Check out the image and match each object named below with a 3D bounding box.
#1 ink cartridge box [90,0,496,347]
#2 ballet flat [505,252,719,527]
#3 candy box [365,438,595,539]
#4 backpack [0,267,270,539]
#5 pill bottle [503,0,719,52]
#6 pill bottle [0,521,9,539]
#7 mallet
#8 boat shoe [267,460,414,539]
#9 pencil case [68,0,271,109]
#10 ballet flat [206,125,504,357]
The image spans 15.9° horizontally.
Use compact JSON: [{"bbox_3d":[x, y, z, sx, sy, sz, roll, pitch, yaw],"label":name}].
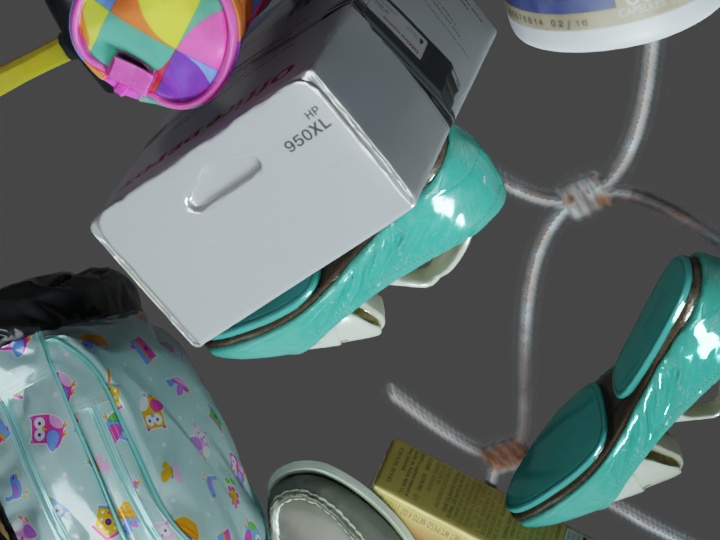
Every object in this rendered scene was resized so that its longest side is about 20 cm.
[{"bbox_3d":[-0.029,-0.070,1.251,0.144,0.200,0.084,-33,105,28],"label":"ink cartridge box"},{"bbox_3d":[0.152,0.076,1.366,0.070,0.067,0.200,23,125,-15],"label":"ballet flat"},{"bbox_3d":[0.079,0.193,1.452,0.200,0.056,0.117,28,121,1],"label":"candy box"},{"bbox_3d":[-0.139,0.102,1.368,0.126,0.167,0.200,-28,83,27],"label":"backpack"},{"bbox_3d":[0.103,-0.212,1.191,0.111,0.111,0.200,-7,116,18],"label":"pill bottle"},{"bbox_3d":[-0.174,0.201,1.488,0.200,0.114,0.114,36,121,-6],"label":"pill bottle"},{"bbox_3d":[-0.200,-0.108,1.375,0.200,0.041,0.066,-15,113,26],"label":"mallet"},{"bbox_3d":[0.007,0.196,1.405,0.072,0.060,0.202,-22,109,24],"label":"boat shoe"},{"bbox_3d":[-0.079,-0.141,1.234,0.088,0.200,0.089,3,111,8],"label":"pencil case"},{"bbox_3d":[0.000,0.000,1.356,0.070,0.067,0.200,35,125,-25],"label":"ballet flat"}]
